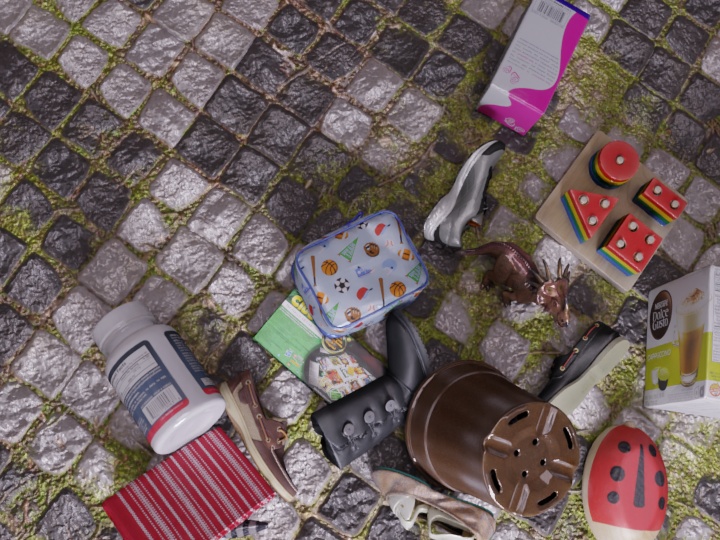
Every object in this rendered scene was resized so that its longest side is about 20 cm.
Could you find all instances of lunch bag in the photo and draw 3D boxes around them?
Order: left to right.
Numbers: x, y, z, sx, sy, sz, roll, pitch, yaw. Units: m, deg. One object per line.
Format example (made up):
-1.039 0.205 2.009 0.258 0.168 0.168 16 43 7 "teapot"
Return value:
0.000 0.000 1.222 0.198 0.076 0.161 -26 77 -19 "lunch bag"

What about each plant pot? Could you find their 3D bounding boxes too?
0.191 0.242 1.112 0.198 0.198 0.203 -1 94 -20 "plant pot"

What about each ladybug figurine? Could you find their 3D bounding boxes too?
0.412 0.333 1.211 0.134 0.072 0.203 5 78 -5 "ladybug figurine"

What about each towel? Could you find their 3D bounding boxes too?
-0.235 0.317 1.086 0.199 0.023 0.144 -30 59 -33 "towel"

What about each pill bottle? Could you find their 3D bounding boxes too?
-0.295 0.148 1.134 0.119 0.120 0.201 -35 72 -12 "pill bottle"

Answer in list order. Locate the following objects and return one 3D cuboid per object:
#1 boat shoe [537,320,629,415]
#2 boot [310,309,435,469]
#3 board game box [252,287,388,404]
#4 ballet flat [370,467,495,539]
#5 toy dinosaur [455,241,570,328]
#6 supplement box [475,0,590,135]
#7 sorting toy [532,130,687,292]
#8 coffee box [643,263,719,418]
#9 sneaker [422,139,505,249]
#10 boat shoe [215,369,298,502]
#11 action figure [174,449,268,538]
0.332 0.166 1.244 0.201 0.074 0.063 -45 50 -3 "boat shoe"
0.011 0.175 1.176 0.198 0.066 0.166 -27 99 -15 "boot"
-0.060 0.131 1.221 0.200 0.023 0.105 41 79 2 "board game box"
0.098 0.349 1.149 0.198 0.069 0.068 17 50 16 "ballet flat"
0.250 0.001 1.227 0.199 0.136 0.086 38 77 2 "toy dinosaur"
0.286 -0.347 1.320 0.100 0.103 0.202 28 75 -1 "supplement box"
0.424 -0.106 1.304 0.198 0.070 0.201 38 77 2 "sorting toy"
0.572 0.119 1.208 0.197 0.200 0.201 9 77 -4 "coffee box"
0.180 -0.121 1.272 0.079 0.074 0.201 32 83 14 "sneaker"
-0.138 0.241 1.167 0.071 0.072 0.201 -30 77 -10 "boat shoe"
-0.231 0.337 1.121 0.191 0.105 0.203 4 79 -15 "action figure"
